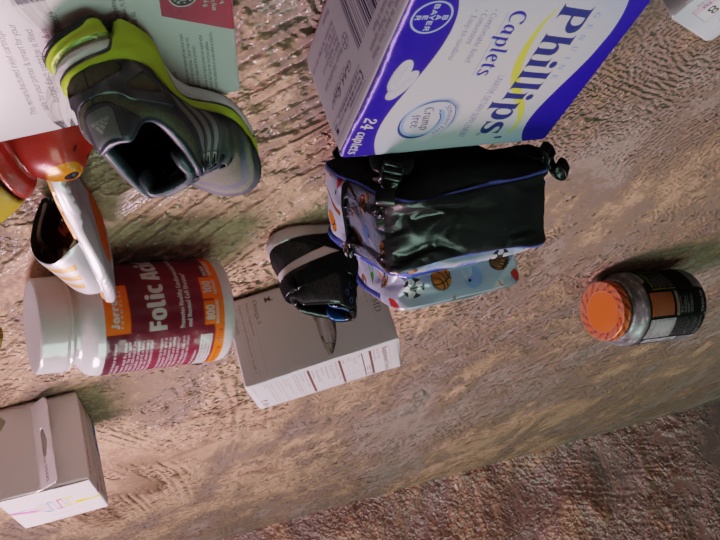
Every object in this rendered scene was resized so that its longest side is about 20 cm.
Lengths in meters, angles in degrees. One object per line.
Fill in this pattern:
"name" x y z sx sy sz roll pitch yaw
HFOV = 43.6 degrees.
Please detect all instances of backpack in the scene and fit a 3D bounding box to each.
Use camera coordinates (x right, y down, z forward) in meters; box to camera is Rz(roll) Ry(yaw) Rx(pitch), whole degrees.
"backpack" 0.059 -0.057 0.832 0.198 0.190 0.156 -7 116 -26

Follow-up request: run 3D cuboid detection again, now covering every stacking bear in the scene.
"stacking bear" -0.282 -0.074 0.650 0.199 0.114 0.122 -29 168 -3

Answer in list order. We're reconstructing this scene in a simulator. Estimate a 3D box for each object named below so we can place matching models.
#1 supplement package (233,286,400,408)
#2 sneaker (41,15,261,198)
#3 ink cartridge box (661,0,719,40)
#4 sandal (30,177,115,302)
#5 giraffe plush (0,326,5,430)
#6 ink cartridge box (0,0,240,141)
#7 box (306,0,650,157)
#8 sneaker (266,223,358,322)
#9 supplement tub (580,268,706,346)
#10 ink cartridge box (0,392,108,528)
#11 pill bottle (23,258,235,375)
"supplement package" -0.058 0.083 1.159 0.198 0.118 0.118 -18 157 -3
"sneaker" -0.122 -0.078 0.578 0.073 0.082 0.200 -25 159 17
"ink cartridge box" 0.380 -0.264 0.804 0.199 0.058 0.162 11 143 -42
"sandal" -0.263 -0.042 0.787 0.059 0.080 0.207 -14 148 -7
"giraffe plush" -0.407 0.078 0.717 0.198 0.174 0.162 4 156 23
"ink cartridge box" -0.182 -0.163 0.553 0.198 0.085 0.145 -15 157 -11
"box" 0.082 -0.185 0.679 0.198 0.106 0.184 -9 156 -23
"sneaker" 0.000 0.000 1.022 0.198 0.113 0.073 -11 157 -16
"supplement tub" 0.470 0.061 1.505 0.198 0.123 0.123 -2 152 -33
"ink cartridge box" -0.439 0.265 1.264 0.124 0.130 0.200 -13 156 -12
"pill bottle" -0.242 0.049 0.946 0.198 0.115 0.114 -5 154 -30
